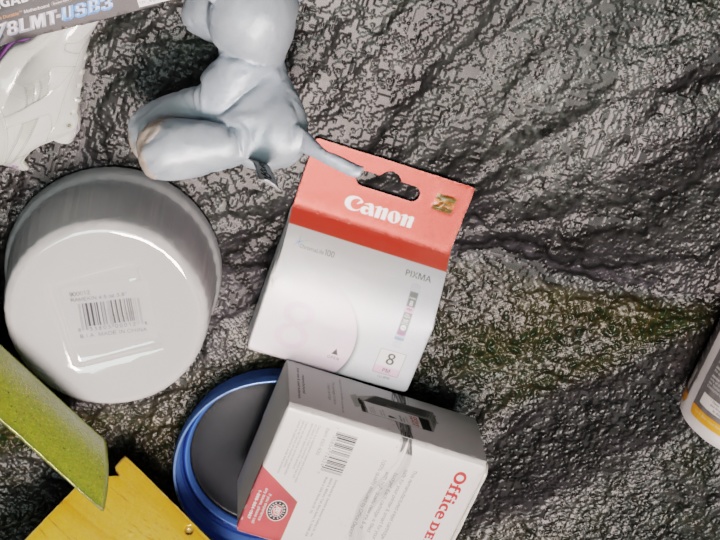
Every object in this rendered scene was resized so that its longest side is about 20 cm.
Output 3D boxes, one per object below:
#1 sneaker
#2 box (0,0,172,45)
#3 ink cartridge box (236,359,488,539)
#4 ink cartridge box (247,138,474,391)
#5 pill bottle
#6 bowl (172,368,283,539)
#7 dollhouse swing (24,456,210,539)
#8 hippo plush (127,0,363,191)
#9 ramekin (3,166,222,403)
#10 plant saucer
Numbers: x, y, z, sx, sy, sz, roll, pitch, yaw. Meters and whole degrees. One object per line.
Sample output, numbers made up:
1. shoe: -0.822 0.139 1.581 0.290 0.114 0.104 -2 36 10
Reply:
1. sneaker: -0.261 -0.169 1.263 0.099 0.075 0.200 32 114 -33
2. box: -0.184 -0.244 1.150 0.196 0.201 0.050 -12 116 2
3. ink cartridge box: -0.001 0.189 1.392 0.198 0.083 0.148 18 114 -13
4. ink cartridge box: 0.000 0.000 1.367 0.160 0.057 0.202 16 118 -11
5. pill bottle: 0.386 0.069 1.391 0.115 0.117 0.202 16 114 -12
6. bowl: -0.083 0.185 1.453 0.197 0.039 0.203 -2 116 -3
7. dollhouse swing: -0.240 0.315 1.453 0.182 0.176 0.200 43 77 4
8. hippo plush: -0.111 -0.164 1.211 0.157 0.200 0.163 -11 110 -23
9. ramekin: -0.222 0.020 1.331 0.197 0.098 0.203 -2 116 -3
10. plant saucer: -0.306 0.113 1.334 0.048 0.200 0.200 -48 112 -12
